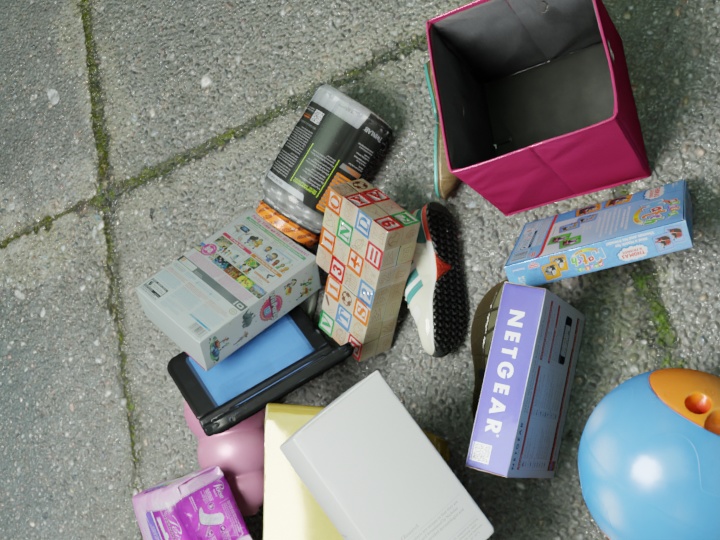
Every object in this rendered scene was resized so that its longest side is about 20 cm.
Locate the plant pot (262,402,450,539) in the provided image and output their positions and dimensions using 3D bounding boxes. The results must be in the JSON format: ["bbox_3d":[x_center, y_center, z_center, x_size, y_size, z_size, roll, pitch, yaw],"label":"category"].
[{"bbox_3d":[0.006,0.263,1.086,0.197,0.196,0.197,-3,76,11],"label":"plant pot"}]

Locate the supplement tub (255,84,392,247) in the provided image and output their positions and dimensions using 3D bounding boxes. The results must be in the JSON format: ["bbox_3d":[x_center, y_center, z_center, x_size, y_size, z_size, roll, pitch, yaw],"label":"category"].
[{"bbox_3d":[-0.054,-0.142,1.245,0.122,0.122,0.201,36,96,30],"label":"supplement tub"}]

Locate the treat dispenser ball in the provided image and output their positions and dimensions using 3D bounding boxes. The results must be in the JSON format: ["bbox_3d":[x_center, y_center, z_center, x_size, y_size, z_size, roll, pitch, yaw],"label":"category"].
[{"bbox_3d":[0.321,0.200,0.911,0.199,0.200,0.204,-7,75,27],"label":"treat dispenser ball"}]

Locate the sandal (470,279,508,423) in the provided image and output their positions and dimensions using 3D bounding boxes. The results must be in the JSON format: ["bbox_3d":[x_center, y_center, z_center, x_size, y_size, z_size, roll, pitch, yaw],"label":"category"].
[{"bbox_3d":[0.180,0.110,1.099,0.081,0.054,0.203,3,94,46],"label":"sandal"}]

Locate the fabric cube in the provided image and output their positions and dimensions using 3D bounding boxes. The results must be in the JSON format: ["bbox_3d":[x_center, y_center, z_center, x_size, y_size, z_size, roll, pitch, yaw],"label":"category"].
[{"bbox_3d":[0.214,-0.202,1.068,0.198,0.199,0.199,-16,70,25],"label":"fabric cube"}]

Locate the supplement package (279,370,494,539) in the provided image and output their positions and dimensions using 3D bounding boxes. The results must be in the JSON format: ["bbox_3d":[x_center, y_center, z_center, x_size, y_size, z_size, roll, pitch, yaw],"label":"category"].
[{"bbox_3d":[0.022,0.225,0.940,0.117,0.117,0.201,-35,86,-18],"label":"supplement package"}]

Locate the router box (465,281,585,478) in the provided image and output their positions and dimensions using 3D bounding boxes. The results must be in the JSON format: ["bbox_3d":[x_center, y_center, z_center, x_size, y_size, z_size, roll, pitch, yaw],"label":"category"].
[{"bbox_3d":[0.191,0.128,1.013,0.048,0.179,0.202,10,82,29],"label":"router box"}]

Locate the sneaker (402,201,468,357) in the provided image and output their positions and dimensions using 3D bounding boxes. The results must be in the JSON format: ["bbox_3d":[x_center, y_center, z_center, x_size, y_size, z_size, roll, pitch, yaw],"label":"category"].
[{"bbox_3d":[0.080,0.017,1.176,0.093,0.070,0.202,-16,72,44],"label":"sneaker"}]

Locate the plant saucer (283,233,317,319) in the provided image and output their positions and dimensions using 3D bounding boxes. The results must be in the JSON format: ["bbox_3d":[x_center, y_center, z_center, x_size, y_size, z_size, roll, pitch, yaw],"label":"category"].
[{"bbox_3d":[-0.156,0.031,1.303,0.198,0.050,0.203,-7,75,27],"label":"plant saucer"}]

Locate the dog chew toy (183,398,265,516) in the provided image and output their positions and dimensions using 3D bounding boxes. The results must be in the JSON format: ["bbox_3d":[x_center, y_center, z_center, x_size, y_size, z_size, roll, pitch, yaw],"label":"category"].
[{"bbox_3d":[-0.170,0.231,1.228,0.123,0.124,0.202,-17,79,24],"label":"dog chew toy"}]

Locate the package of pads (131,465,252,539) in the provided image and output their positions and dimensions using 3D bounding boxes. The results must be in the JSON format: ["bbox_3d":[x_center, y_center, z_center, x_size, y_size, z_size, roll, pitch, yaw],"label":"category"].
[{"bbox_3d":[-0.229,0.336,1.199,0.199,0.075,0.122,-28,86,53],"label":"package of pads"}]

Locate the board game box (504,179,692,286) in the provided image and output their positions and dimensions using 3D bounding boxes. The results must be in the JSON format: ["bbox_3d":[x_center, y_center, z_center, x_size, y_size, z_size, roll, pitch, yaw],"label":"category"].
[{"bbox_3d":[0.274,-0.042,1.030,0.198,0.151,0.037,-16,105,26],"label":"board game box"}]

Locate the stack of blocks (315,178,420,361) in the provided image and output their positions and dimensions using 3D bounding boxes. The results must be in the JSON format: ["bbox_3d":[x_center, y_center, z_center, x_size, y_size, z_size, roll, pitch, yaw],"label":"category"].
[{"bbox_3d":[0.000,0.000,1.160,0.115,0.058,0.202,38,131,35],"label":"stack of blocks"}]

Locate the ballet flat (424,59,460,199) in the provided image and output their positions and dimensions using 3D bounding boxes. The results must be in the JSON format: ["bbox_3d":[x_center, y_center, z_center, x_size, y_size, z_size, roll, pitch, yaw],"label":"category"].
[{"bbox_3d":[0.128,-0.194,1.199,0.071,0.068,0.202,-7,70,10],"label":"ballet flat"}]

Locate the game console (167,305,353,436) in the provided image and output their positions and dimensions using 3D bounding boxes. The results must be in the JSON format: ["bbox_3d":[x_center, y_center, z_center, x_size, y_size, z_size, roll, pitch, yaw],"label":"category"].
[{"bbox_3d":[-0.132,0.111,1.145,0.199,0.176,0.117,-30,87,-18],"label":"game console"}]

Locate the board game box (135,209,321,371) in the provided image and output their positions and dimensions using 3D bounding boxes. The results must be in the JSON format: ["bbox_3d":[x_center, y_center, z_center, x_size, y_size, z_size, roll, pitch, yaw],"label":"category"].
[{"bbox_3d":[-0.173,0.022,1.198,0.199,0.065,0.147,-37,53,-26],"label":"board game box"}]
